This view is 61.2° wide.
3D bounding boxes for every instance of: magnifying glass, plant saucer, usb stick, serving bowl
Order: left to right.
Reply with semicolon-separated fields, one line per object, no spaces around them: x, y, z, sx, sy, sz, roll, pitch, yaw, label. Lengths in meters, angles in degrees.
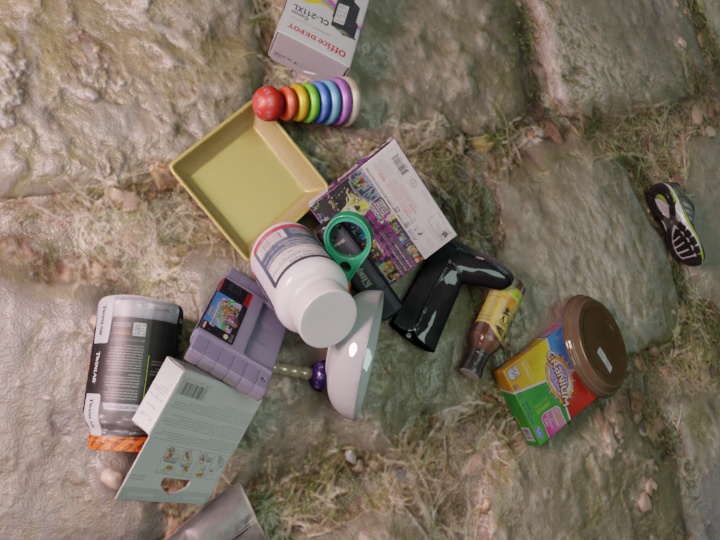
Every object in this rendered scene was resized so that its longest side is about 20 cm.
-0.182;-0.147;1.011;0.200;0.048;0.201;-43;97;-23;plant saucer
-0.025;0.000;0.987;0.077;0.205;0.023;10;33;5;magnifying glass
-0.014;0.127;0.957;0.064;0.201;0.206;11;73;7;serving bowl
0.000;0.000;1.014;0.202;0.054;0.033;53;27;-20;usb stick
0.464;0.144;1.189;0.196;0.029;0.207;18;61;-36;plant saucer

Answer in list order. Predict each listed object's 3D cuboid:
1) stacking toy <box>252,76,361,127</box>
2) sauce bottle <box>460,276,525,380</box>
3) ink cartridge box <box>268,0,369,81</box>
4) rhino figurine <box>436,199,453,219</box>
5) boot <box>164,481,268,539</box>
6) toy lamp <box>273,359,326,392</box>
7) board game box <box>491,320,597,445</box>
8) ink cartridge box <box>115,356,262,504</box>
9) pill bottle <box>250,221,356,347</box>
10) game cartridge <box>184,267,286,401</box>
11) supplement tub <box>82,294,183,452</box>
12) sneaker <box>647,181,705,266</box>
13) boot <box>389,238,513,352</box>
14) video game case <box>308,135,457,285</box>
-0.095;-0.286;1.031;0.196;0.085;0.088;-11;83;-38;stacking toy
0.242;0.105;1.124;0.064;0.065;0.203;33;70;-12;sauce bottle
-0.067;-0.460;1.101;0.142;0.083;0.206;20;72;-18;ink cartridge box
0.082;-0.091;1.098;0.194;0.059;0.091;-4;96;-22;rhino figurine
-0.222;0.437;0.873;0.196;0.072;0.187;-22;90;-31;boot
-0.149;0.151;0.959;0.194;0.058;0.060;14;74;-18;toy lamp
0.362;0.210;1.162;0.197;0.040;0.156;-29;91;-24;board game box
-0.239;0.230;0.847;0.043;0.200;0.177;24;80;30;ink cartridge box
-0.084;0.022;0.907;0.116;0.200;0.123;-13;123;-21;pill bottle
-0.176;0.087;0.913;0.128;0.038;0.202;36;30;-16;game cartridge
-0.320;0.145;0.856;0.119;0.122;0.207;8;76;-20;supplement tub
0.721;-0.110;1.357;0.079;0.074;0.205;-22;90;-27;sneaker
0.163;0.055;1.085;0.161;0.066;0.203;27;65;13;boot
0.039;-0.087;1.021;0.179;0.036;0.201;-36;111;8;video game case
